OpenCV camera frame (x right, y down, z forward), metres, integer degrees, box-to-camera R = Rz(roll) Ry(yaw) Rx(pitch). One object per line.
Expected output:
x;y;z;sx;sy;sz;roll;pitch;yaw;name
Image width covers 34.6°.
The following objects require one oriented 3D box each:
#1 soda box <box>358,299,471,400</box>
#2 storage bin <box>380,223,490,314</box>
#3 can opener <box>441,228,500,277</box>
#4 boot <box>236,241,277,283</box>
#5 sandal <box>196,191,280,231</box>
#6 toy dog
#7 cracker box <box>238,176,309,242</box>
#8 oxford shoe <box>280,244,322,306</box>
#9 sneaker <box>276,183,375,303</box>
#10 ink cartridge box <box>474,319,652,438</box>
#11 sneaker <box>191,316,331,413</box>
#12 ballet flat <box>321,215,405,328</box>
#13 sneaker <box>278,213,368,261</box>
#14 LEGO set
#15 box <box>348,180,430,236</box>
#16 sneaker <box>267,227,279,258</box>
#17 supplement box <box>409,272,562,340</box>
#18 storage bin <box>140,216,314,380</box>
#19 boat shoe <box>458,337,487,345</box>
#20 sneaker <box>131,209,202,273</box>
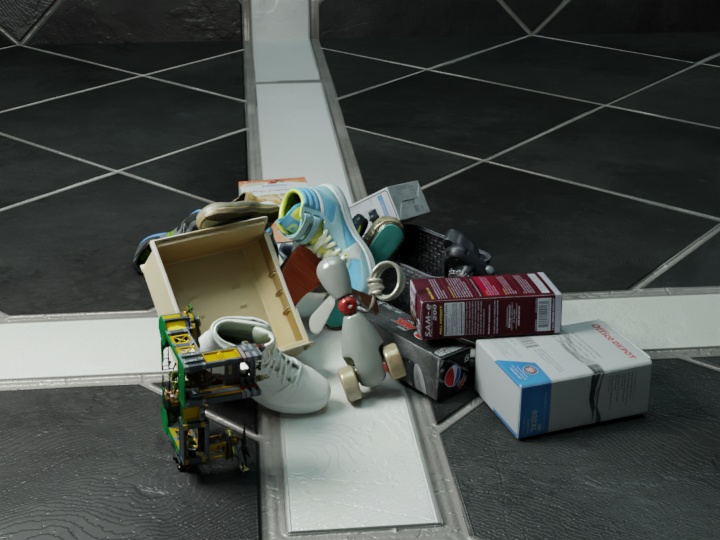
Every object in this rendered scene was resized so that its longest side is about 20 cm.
0.066;0.111;1.667;0.063;0.071;0.200;-14;28;-38;soda box
0.100;0.007;1.876;0.135;0.094;0.200;-20;32;-38;storage bin
0.198;0.018;1.768;0.063;0.200;0.079;-11;44;55;can opener
-0.203;0.034;1.815;0.073;0.200;0.151;42;-3;3;boot
-0.181;-0.087;1.712;0.054;0.080;0.200;59;22;16;sandal
-0.005;0.083;1.625;0.131;0.201;0.096;0;-5;-7;toy dog
-0.155;-0.116;2.190;0.133;0.058;0.200;-5;25;-10;cracker box
-0.111;0.013;1.799;0.200;0.071;0.073;-51;25;-19;oxford shoe
-0.059;-0.038;1.724;0.130;0.079;0.201;-1;60;-51;sneaker
0.275;0.144;1.582;0.199;0.084;0.145;-8;24;-17;ink cartridge box
-0.118;0.125;1.522;0.199;0.116;0.074;21;61;-13;sneaker
0.000;0.000;1.817;0.068;0.200;0.075;32;4;-19;ballet flat
-0.065;-0.042;1.877;0.200;0.081;0.074;-34;18;41;sneaker
-0.179;0.145;1.443;0.115;0.201;0.154;-7;20;-22;LEGO set
0.005;-0.083;1.976;0.199;0.060;0.116;-25;-3;33;box
-0.224;0.001;1.921;0.199;0.082;0.073;-26;38;-10;sneaker
0.175;0.049;1.636;0.199;0.061;0.109;-2;17;-5;supplement box
-0.187;0.046;1.649;0.198;0.201;0.094;-14;-15;-29;storage bin
0.207;0.083;1.736;0.199;0.071;0.064;-1;23;-6;boat shoe
-0.307;-0.040;1.955;0.199;0.071;0.083;-22;24;30;sneaker
